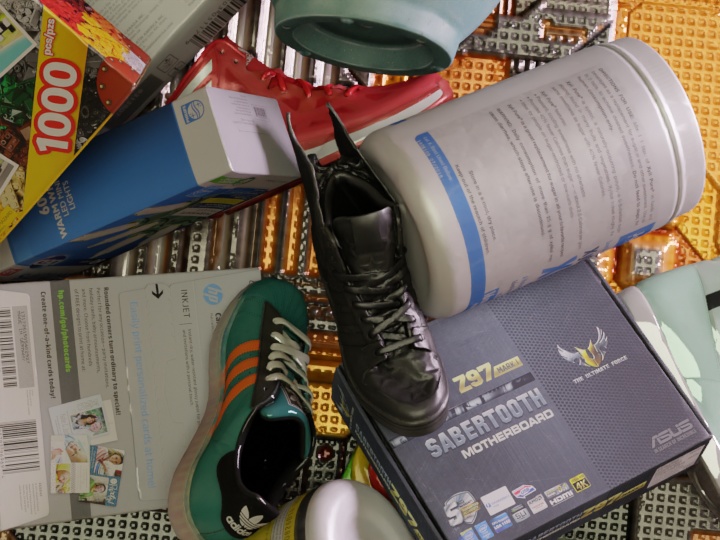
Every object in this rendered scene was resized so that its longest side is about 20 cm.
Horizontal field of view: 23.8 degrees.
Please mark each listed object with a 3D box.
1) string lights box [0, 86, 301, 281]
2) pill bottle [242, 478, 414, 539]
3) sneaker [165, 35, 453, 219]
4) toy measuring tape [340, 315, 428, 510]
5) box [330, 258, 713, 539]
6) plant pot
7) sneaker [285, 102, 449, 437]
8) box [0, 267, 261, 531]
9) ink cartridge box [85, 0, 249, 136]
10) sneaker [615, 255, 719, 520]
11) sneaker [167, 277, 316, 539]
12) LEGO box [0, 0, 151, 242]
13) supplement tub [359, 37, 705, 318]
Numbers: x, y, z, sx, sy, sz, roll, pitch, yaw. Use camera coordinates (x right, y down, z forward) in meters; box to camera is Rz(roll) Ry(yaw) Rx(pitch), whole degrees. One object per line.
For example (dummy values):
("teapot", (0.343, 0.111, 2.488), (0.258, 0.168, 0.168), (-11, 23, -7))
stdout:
("string lights box", (-0.151, -0.054, 1.114), (0.199, 0.103, 0.059), (-22, 82, 22))
("pill bottle", (-0.063, 0.221, 1.101), (0.199, 0.112, 0.112), (-30, 87, 28))
("sneaker", (-0.044, -0.122, 1.170), (0.199, 0.078, 0.116), (-23, 88, -3))
("toy measuring tape", (0.042, 0.106, 1.167), (0.073, 0.074, 0.201), (26, 76, 1))
("box", (0.103, 0.095, 1.112), (0.199, 0.051, 0.158), (-23, 63, -19))
("plant pot", (0.012, -0.206, 1.108), (0.199, 0.200, 0.135), (11, 81, 0))
("sneaker", (0.003, -0.001, 1.070), (0.060, 0.104, 0.200), (-17, 57, -9))
("box", (-0.155, 0.082, 1.131), (0.199, 0.041, 0.157), (-5, 86, -28))
("ink cartridge box", (-0.185, -0.215, 1.183), (0.163, 0.057, 0.200), (-44, 67, 9))
("sneaker", (0.266, 0.084, 1.164), (0.118, 0.074, 0.201), (-24, 88, -5))
("sneaker", (-0.057, 0.086, 1.097), (0.071, 0.080, 0.201), (40, 48, -33))
("LEGO box", (-0.247, -0.097, 1.025), (0.149, 0.077, 0.200), (40, 106, -13))
("supplement tub", (0.110, -0.062, 1.124), (0.199, 0.132, 0.133), (-21, 87, -14))
